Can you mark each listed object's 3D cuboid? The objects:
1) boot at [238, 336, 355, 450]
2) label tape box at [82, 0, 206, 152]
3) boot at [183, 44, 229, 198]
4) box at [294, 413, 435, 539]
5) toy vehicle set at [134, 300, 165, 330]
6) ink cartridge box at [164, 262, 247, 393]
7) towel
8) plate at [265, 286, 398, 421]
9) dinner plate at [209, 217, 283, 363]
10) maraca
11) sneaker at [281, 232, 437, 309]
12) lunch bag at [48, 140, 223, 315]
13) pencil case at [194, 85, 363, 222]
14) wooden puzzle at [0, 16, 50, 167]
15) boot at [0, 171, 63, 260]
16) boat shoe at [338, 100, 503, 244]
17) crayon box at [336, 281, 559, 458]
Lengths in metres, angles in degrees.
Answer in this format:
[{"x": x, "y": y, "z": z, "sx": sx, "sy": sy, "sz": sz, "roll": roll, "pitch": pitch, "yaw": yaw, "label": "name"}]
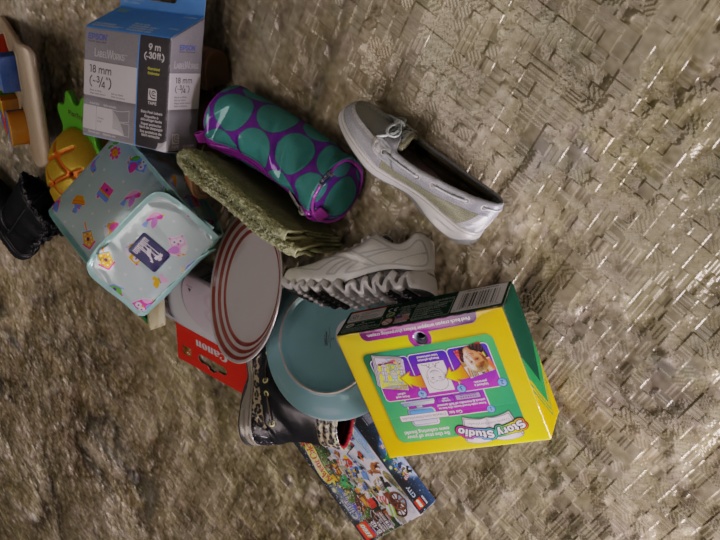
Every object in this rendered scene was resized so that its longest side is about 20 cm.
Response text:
[{"x": -0.074, "y": 0.133, "z": 1.212, "sx": 0.153, "sy": 0.073, "sz": 0.204, "roll": 1, "pitch": 78, "yaw": 28, "label": "boot"}, {"x": -0.265, "y": -0.255, "z": 1.128, "sx": 0.144, "sy": 0.063, "sz": 0.201, "roll": 15, "pitch": 107, "yaw": 29, "label": "label tape box"}, {"x": -0.244, "y": -0.203, "z": 1.204, "sx": 0.155, "sy": 0.077, "sz": 0.201, "roll": 18, "pitch": 120, "yaw": 32, "label": "boot"}, {"x": -0.005, "y": 0.265, "z": 1.271, "sx": 0.200, "sy": 0.038, "sz": 0.137, "roll": 52, "pitch": 135, "yaw": 7, "label": "box"}, {"x": -0.353, "y": -0.011, "z": 1.404, "sx": 0.200, "sy": 0.026, "sz": 0.125, "roll": 35, "pitch": 132, "yaw": 43, "label": "toy vehicle set"}, {"x": -0.235, "y": 0.085, "z": 1.375, "sx": 0.162, "sy": 0.057, "sz": 0.201, "roll": 24, "pitch": 121, "yaw": 30, "label": "ink cartridge box"}, {"x": -0.121, "y": -0.080, "z": 1.119, "sx": 0.200, "sy": 0.148, "sz": 0.037, "roll": 39, "pitch": 104, "yaw": 18, "label": "towel"}, {"x": -0.037, "y": 0.084, "z": 1.141, "sx": 0.200, "sy": 0.026, "sz": 0.201, "roll": -4, "pitch": 81, "yaw": 26, "label": "plate"}, {"x": -0.144, "y": 0.021, "z": 1.206, "sx": 0.200, "sy": 0.024, "sz": 0.201, "roll": -19, "pitch": 68, "yaw": 55, "label": "dinner plate"}, {"x": -0.402, "y": -0.159, "z": 1.349, "sx": 0.137, "sy": 0.107, "sz": 0.201, "roll": 22, "pitch": 122, "yaw": 37, "label": "maraca"}, {"x": 0.000, "y": 0.000, "z": 1.084, "sx": 0.199, "sy": 0.075, "sz": 0.081, "roll": -3, "pitch": 70, "yaw": 27, "label": "sneaker"}, {"x": -0.291, "y": -0.062, "z": 1.237, "sx": 0.170, "sy": 0.122, "sz": 0.200, "roll": -43, "pitch": 69, "yaw": 13, "label": "lunch bag"}, {"x": -0.096, "y": -0.138, "z": 1.098, "sx": 0.200, "sy": 0.092, "sz": 0.085, "roll": 35, "pitch": 163, "yaw": 24, "label": "pencil case"}, {"x": -0.524, "y": -0.270, "z": 1.402, "sx": 0.200, "sy": 0.046, "sz": 0.186, "roll": 39, "pitch": 136, "yaw": 48, "label": "wooden puzzle"}, {"x": -0.579, "y": -0.117, "z": 1.554, "sx": 0.199, "sy": 0.073, "sz": 0.162, "roll": 54, "pitch": 139, "yaw": -5, "label": "boot"}, {"x": 0.063, "y": -0.115, "z": 0.987, "sx": 0.202, "sy": 0.074, "sz": 0.065, "roll": 45, "pitch": 129, "yaw": 8, "label": "boat shoe"}, {"x": 0.098, "y": 0.116, "z": 1.033, "sx": 0.199, "sy": 0.058, "sz": 0.173, "roll": -12, "pitch": 114, "yaw": 27, "label": "crayon box"}]
